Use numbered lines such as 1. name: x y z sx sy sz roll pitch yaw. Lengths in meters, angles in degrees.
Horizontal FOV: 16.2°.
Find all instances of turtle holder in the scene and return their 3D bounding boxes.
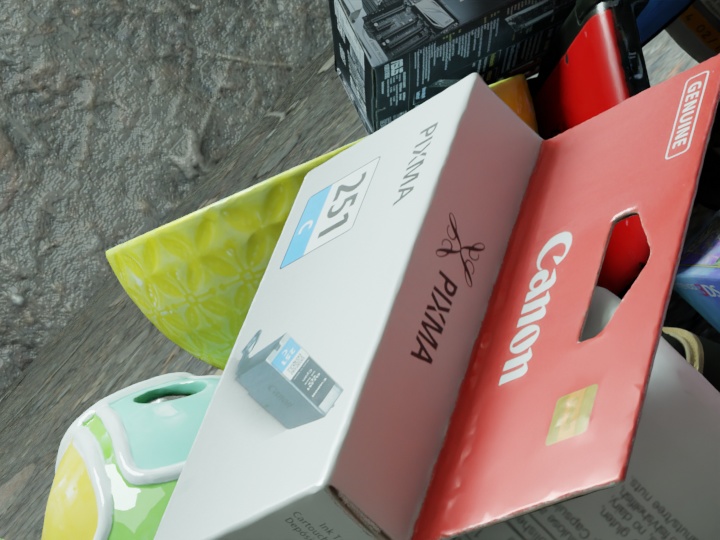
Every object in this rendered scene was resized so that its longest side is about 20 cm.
1. turtle holder: -0.080 0.123 1.069 0.185 0.132 0.141 -34 -32 -11

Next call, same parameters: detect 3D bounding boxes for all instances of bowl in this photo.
1. bowl: 0.000 0.000 1.119 0.200 0.108 0.200 -23 2 1

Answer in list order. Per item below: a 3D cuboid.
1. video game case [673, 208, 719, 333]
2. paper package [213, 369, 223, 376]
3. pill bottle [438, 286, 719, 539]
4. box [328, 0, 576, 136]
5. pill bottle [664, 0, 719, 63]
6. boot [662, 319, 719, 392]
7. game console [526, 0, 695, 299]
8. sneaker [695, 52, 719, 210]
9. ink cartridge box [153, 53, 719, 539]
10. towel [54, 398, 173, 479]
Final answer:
1. video game case: 0.219 -0.046 0.968 0.181 0.045 0.200 -46 10 -7
2. paper package: -0.016 0.080 1.268 0.200 0.103 0.191 -50 10 -25
3. pill bottle: 0.048 0.112 0.845 0.200 0.114 0.114 -45 10 2
4. box: 0.066 -0.126 1.169 0.158 0.050 0.200 -26 -7 -2
5. pill bottle: 0.237 -0.188 1.251 0.200 0.116 0.116 -38 13 38
6. boot: 0.057 0.028 1.030 0.200 0.138 0.077 163 128 -72
7. game console: 0.138 -0.070 1.129 0.119 0.172 0.200 -8 -14 -11
8. sneaker: 0.206 -0.090 1.127 0.200 0.074 0.087 -43 10 43
9. ink cartridge box: 0.027 0.012 0.842 0.176 0.045 0.200 -28 29 39
10. towel: -0.112 0.170 1.193 0.153 0.023 0.200 150 123 -60
